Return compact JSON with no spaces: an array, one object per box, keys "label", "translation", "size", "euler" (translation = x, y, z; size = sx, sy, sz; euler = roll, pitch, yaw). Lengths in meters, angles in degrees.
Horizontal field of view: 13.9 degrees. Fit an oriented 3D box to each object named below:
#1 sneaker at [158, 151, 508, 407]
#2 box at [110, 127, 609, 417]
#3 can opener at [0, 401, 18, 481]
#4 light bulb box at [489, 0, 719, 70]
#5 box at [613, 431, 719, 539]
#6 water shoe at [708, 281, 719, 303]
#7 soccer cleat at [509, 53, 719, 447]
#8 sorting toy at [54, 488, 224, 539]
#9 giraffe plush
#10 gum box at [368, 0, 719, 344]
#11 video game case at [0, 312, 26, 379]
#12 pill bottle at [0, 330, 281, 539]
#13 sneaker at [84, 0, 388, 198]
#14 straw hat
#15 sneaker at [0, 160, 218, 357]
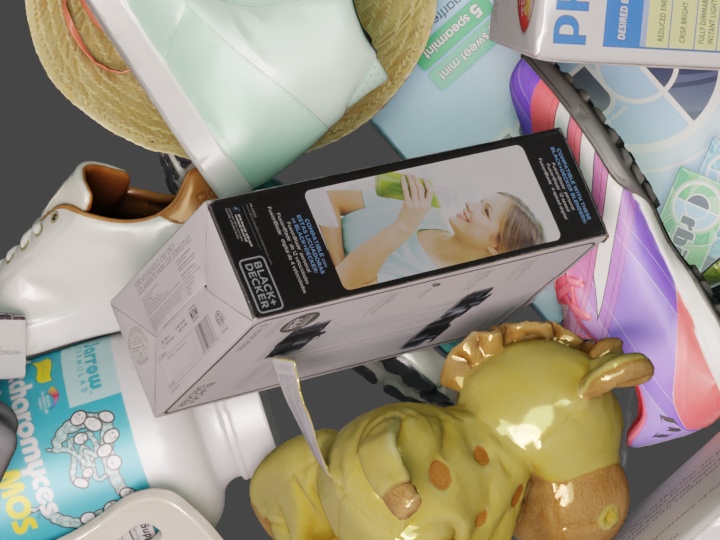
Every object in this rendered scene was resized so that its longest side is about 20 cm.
[{"label":"sneaker","translation":[-0.014,-0.012,1.472],"size":[0.200,0.078,0.080],"euler":[37,70,-3]},{"label":"box","translation":[0.000,0.000,1.357],"size":[0.200,0.117,0.060],"euler":[-13,72,-32]},{"label":"can opener","translation":[-0.226,0.144,1.362],"size":[0.067,0.053,0.200],"euler":[24,101,-11]},{"label":"light bulb box","translation":[0.171,-0.193,1.374],"size":[0.200,0.125,0.199],"euler":[2,98,-9]},{"label":"box","translation":[0.194,0.198,1.389],"size":[0.199,0.131,0.200],"euler":[45,109,-3]},{"label":"water shoe","translation":[0.243,0.034,1.452],"size":[0.200,0.079,0.072],"euler":[-2,88,1]},{"label":"soccer cleat","translation":[0.115,-0.010,1.421],"size":[0.073,0.068,0.200],"euler":[-31,92,6]},{"label":"sorting toy","translation":[-0.109,0.198,1.407],"size":[0.200,0.107,0.180],"euler":[-23,114,-1]},{"label":"giraffe plush","translation":[0.054,0.096,1.374],"size":[0.162,0.173,0.200],"euler":[-25,124,-24]},{"label":"gum box","translation":[0.112,-0.080,1.475],"size":[0.170,0.045,0.200],"euler":[-42,88,0]},{"label":"video game case","translation":[-0.287,0.036,1.375],"size":[0.200,0.181,0.036],"euler":[-1,89,27]},{"label":"pill bottle","translation":[-0.141,0.094,1.440],"size":[0.200,0.111,0.111],"euler":[-18,88,0]},{"label":"sneaker","translation":[-0.070,-0.144,1.375],"size":[0.118,0.074,0.201],"euler":[-34,89,-2]},{"label":"straw hat","translation":[-0.063,-0.134,1.456],"size":[0.201,0.085,0.201],"euler":[0,77,-1]},{"label":"sneaker","translation":[-0.145,-0.008,1.442],"size":[0.200,0.073,0.085],"euler":[-14,103,20]}]
